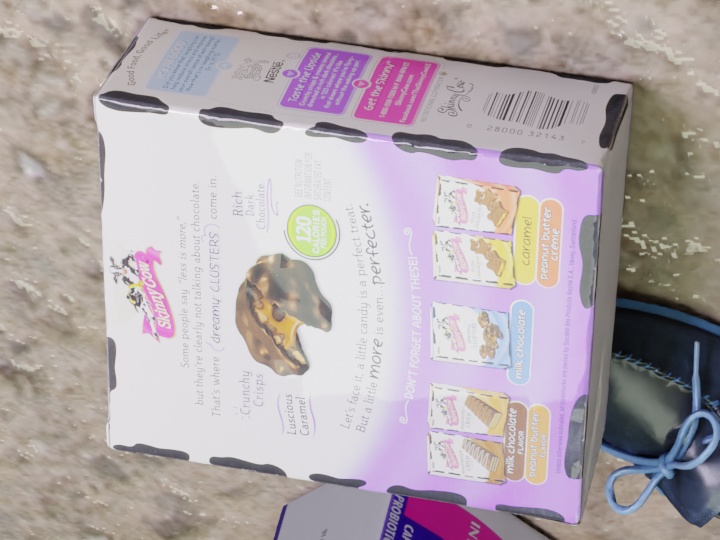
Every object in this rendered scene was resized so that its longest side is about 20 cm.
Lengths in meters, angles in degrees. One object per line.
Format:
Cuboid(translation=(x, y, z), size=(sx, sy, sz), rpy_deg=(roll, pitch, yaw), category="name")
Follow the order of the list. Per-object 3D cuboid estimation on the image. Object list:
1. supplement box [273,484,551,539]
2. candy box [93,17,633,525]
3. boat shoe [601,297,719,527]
Cuboid(translation=(0.056, 0.186, 1.339), size=(0.200, 0.102, 0.103), rpy_deg=(35, 140, -23), category="supplement box")
Cuboid(translation=(0.000, 0.000, 1.107), size=(0.199, 0.072, 0.169), rpy_deg=(9, 124, 11), category="candy box")
Cuboid(translation=(0.156, 0.074, 1.180), size=(0.199, 0.069, 0.084), rpy_deg=(22, 143, -6), category="boat shoe")
